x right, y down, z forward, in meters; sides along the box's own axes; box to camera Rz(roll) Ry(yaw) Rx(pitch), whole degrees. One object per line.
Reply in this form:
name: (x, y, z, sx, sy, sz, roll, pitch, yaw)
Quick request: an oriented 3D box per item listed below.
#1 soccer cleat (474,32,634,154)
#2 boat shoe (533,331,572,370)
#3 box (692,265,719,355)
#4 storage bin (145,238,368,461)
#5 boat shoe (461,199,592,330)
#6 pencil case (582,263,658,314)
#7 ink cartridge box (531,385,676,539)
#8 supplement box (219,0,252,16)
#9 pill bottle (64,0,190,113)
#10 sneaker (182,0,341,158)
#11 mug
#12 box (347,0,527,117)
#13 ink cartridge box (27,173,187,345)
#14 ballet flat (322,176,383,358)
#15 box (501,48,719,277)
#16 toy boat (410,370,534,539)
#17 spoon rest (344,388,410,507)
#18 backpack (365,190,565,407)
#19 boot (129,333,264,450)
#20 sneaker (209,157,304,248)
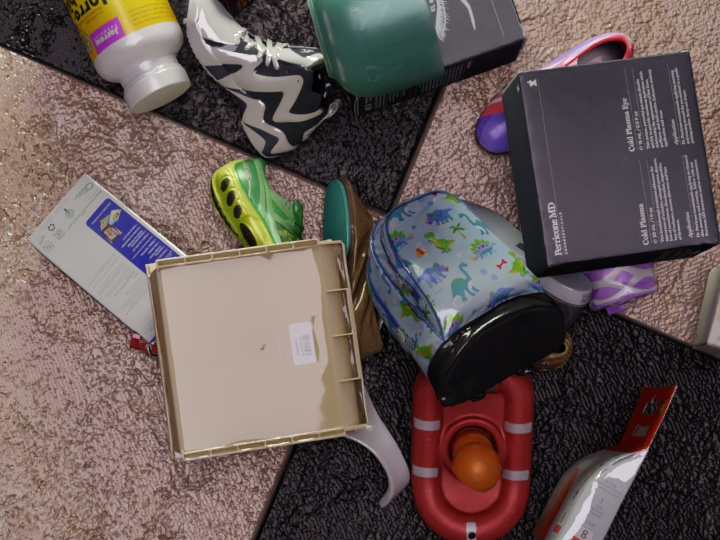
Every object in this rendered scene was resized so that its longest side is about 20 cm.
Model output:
soccer cleat: (0.211, -0.197, 1.726, 0.199, 0.073, 0.069, -32, 85, -3)
boat shoe: (0.132, 0.058, 1.704, 0.197, 0.068, 0.073, 10, 85, 1)
box: (0.467, 0.064, 1.699, 0.197, 0.078, 0.096, 14, 85, 1)
storage bin: (-0.105, 0.078, 1.605, 0.196, 0.094, 0.203, -8, 87, -11)
boat shoe: (0.158, -0.004, 1.707, 0.199, 0.070, 0.067, 32, 121, 19)
pencil case: (0.259, -0.057, 1.706, 0.083, 0.085, 0.203, -10, 83, -16)
ink cartridge box: (0.249, 0.202, 1.643, 0.050, 0.162, 0.202, 25, 85, 0)
supplement box: (-0.096, -0.382, 1.724, 0.199, 0.110, 0.086, -40, 85, -4)
pill bottle: (-0.258, -0.277, 1.717, 0.103, 0.104, 0.202, -26, 85, -3)
sneaker: (-0.093, -0.230, 1.688, 0.129, 0.080, 0.201, -25, 99, 24)
mug: (0.009, -0.257, 1.601, 0.113, 0.185, 0.154, -17, 109, 1)
box: (0.063, -0.274, 1.717, 0.198, 0.104, 0.150, -18, 85, -2)
ink cartridge box: (-0.255, -0.008, 1.693, 0.199, 0.039, 0.100, 38, 80, 23)
ballet flat: (0.000, 0.000, 1.709, 0.071, 0.068, 0.203, 7, 68, -26)
box: (0.251, -0.106, 1.616, 0.179, 0.104, 0.203, -7, 84, -7)
toy boat: (0.117, 0.192, 1.647, 0.129, 0.131, 0.203, 1, 105, 1)
spoon rest: (-0.016, 0.157, 1.692, 0.099, 0.061, 0.201, -39, 88, -34)
backpack: (0.090, 0.016, 1.626, 0.162, 0.200, 0.155, -24, 130, -20)
boot: (-0.169, 0.106, 1.701, 0.142, 0.072, 0.203, -14, 77, -1)
sneaker: (-0.084, -0.033, 1.705, 0.083, 0.074, 0.202, -33, 100, -30)
